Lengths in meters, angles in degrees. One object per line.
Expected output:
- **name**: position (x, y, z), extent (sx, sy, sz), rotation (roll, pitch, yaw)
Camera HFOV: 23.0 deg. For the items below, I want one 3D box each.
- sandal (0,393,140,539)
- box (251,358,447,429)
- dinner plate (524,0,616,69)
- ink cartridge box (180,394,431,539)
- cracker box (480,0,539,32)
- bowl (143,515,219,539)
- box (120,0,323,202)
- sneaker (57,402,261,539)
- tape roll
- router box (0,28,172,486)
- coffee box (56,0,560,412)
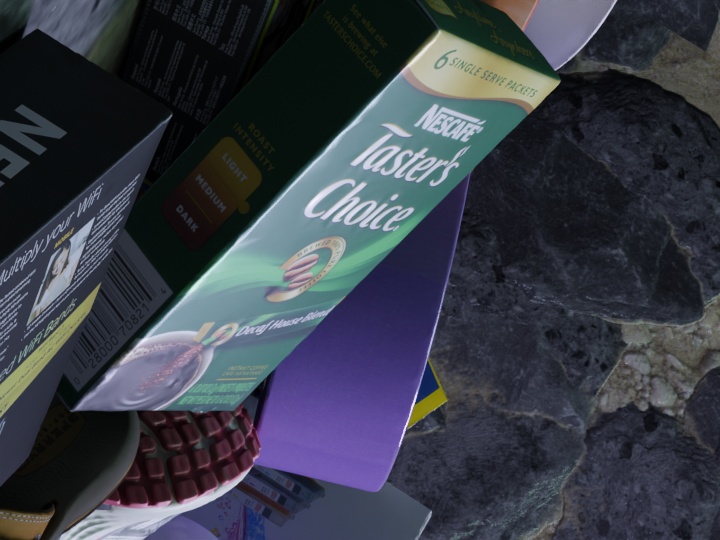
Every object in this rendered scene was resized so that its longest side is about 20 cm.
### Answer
- **sandal**: position (-0.135, 0.085, 0.619), extent (0.200, 0.082, 0.055), rotation (-45, 171, -50)
- **box**: position (-0.050, 0.088, 1.101), extent (0.200, 0.064, 0.070), rotation (-20, -174, 38)
- **dinner plate**: position (0.082, -0.193, 0.884), extent (0.200, 0.024, 0.201), rotation (-17, -109, 58)
- **ink cartridge box**: position (-0.089, 0.169, 1.015), extent (0.145, 0.200, 0.145), rotation (-60, 175, 30)
- **cracker box**: position (0.051, -0.164, 0.780), extent (0.200, 0.058, 0.134), rotation (-84, -163, -55)
- **bowl**: position (-0.139, 0.155, 0.806), extent (0.201, 0.201, 0.091), rotation (-46, 123, -71)
- **box**: position (-0.042, -0.094, 0.709), extent (0.160, 0.044, 0.200), rotation (-53, 174, -42)
- **sneaker**: position (-0.128, 0.089, 0.724), extent (0.200, 0.081, 0.075), rotation (-22, 160, -39)
- **tape roll**: position (0.000, 0.000, 0.838), extent (0.200, 0.066, 0.200), rotation (-166, -90, -88)
- **router box**: position (-0.140, 0.041, 0.487), extent (0.157, 0.052, 0.200), rotation (-61, 174, 35)
- **coffee box**: position (-0.025, -0.025, 0.670), extent (0.200, 0.044, 0.123), rotation (-45, 159, 16)
